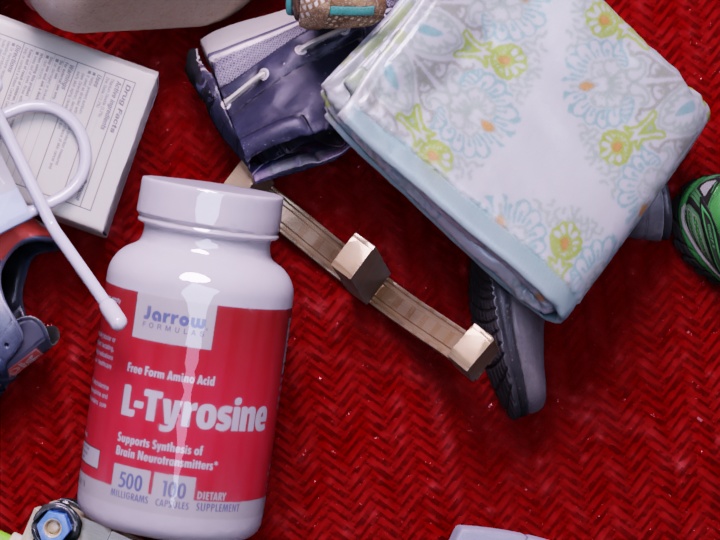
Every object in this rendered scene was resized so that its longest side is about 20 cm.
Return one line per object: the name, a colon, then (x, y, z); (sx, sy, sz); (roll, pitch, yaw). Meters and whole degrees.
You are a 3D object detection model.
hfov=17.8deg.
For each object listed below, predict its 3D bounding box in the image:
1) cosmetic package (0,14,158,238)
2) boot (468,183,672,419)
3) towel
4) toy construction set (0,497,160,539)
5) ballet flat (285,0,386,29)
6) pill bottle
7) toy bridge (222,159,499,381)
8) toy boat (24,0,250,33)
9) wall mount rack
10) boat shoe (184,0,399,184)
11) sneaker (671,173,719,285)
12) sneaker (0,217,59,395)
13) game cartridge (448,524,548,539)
cosmetic package: (-0.229, -0.101, 1.377); (0.198, 0.073, 0.104); (21, 85, -4)
boot: (0.132, -0.015, 1.412); (0.130, 0.070, 0.202); (-7, 92, -11)
towel: (0.094, -0.095, 1.356); (0.200, 0.048, 0.172); (42, 73, -12)
toy construction set: (-0.165, 0.213, 1.362); (0.199, 0.092, 0.132); (24, 89, -12)
ballet flat: (0.004, -0.203, 1.364); (0.065, 0.071, 0.201); (11, 44, 3)
pill bottle: (-0.099, 0.050, 1.349); (0.111, 0.112, 0.202); (7, 95, -5)
toy bridge: (0.000, 0.000, 1.394); (0.199, 0.067, 0.027); (37, 84, 17)
toy boat: (-0.125, -0.222, 1.349); (0.199, 0.131, 0.131); (-9, 58, -47)
wall mount rack: (-0.227, -0.016, 1.289); (0.199, 0.075, 0.175); (-27, 90, -14)
boat shoe: (0.001, -0.121, 1.386); (0.199, 0.075, 0.093); (-23, 61, 0)
sneaker: (0.275, 0.018, 1.412); (0.200, 0.085, 0.078); (39, 84, -3)
sneaker: (-0.227, 0.058, 1.365); (0.084, 0.075, 0.202); (12, 86, 5)
game cartridge: (0.127, 0.242, 1.411); (0.199, 0.042, 0.134); (27, 80, -3)
